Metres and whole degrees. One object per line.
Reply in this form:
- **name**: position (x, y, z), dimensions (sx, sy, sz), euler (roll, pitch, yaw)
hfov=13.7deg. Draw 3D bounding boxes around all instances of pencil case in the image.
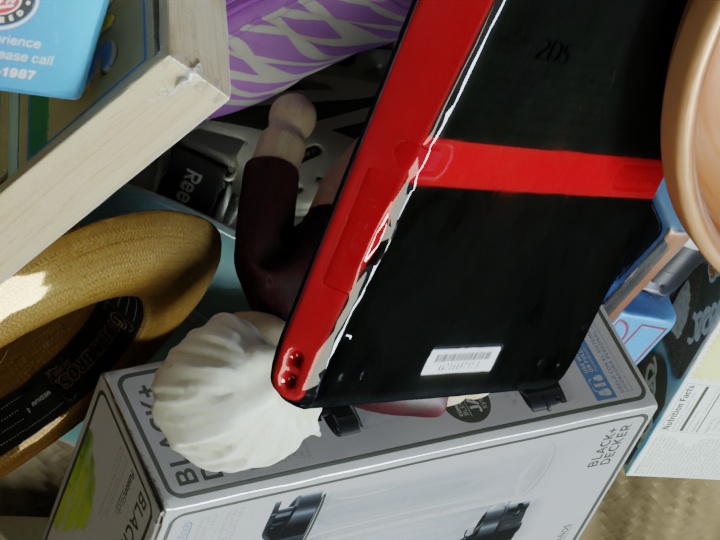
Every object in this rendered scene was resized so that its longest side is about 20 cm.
- **pencil case**: position (-0.028, -0.096, 0.962), dimensions (0.084, 0.086, 0.200), euler (46, 150, -14)

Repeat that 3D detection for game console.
- **game console**: position (0.052, -0.042, 0.935), dimensions (0.200, 0.031, 0.178), euler (0, 118, -63)

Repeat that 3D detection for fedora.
- **fedora**: position (-0.141, 0.017, 1.002), dimensions (0.200, 0.082, 0.201), euler (-34, 168, -8)

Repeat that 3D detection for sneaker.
- **sneaker**: position (-0.051, -0.036, 1.086), dimensions (0.199, 0.089, 0.074), euler (0, 140, -14)

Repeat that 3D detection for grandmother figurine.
- **grandmother figurine**: position (0.000, 0.000, 1.013), dimensions (0.121, 0.200, 0.061), euler (45, 140, 0)

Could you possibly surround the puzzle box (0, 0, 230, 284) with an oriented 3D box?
- **puzzle box**: position (-0.097, -0.086, 0.924), dimensions (0.133, 0.201, 0.025), euler (-37, 126, 25)

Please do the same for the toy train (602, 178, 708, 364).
- **toy train**: position (0.063, 0.017, 1.187), dimensions (0.114, 0.087, 0.200), euler (8, 135, -37)

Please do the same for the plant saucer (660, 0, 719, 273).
- **plant saucer**: position (0.175, -0.082, 0.980), dimensions (0.199, 0.037, 0.201), euler (-20, 133, -23)

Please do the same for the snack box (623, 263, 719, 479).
- **snack box**: position (0.194, 0.015, 1.252), dimensions (0.115, 0.037, 0.201), euler (5, 137, -21)

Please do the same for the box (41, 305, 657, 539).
- **box**: position (-0.006, 0.075, 1.078), dimensions (0.199, 0.060, 0.117), euler (-11, 147, -27)

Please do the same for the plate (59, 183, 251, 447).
- **plate**: position (-0.092, 0.029, 1.125), dimensions (0.199, 0.026, 0.201), euler (15, 149, 9)

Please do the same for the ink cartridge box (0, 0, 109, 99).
- **ink cartridge box**: position (-0.132, -0.176, 0.818), dimensions (0.146, 0.146, 0.201), euler (7, 122, -22)

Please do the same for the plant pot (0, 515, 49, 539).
- **plant pot**: position (-0.073, 0.189, 1.292), dimensions (0.199, 0.188, 0.188), euler (-4, 142, -33)
